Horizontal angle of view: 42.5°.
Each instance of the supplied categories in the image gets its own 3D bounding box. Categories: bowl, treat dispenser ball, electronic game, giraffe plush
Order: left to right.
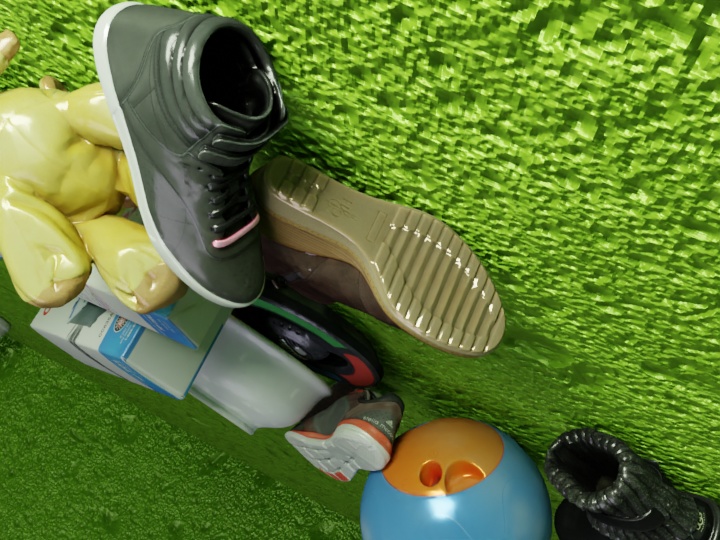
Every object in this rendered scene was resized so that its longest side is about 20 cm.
[{"bbox_3d":[-0.196,-0.069,0.658,0.198,0.175,0.162,20,-176,-9],"label":"giraffe plush"},{"bbox_3d":[-0.134,0.116,1.019,0.200,0.091,0.201,33,168,8],"label":"bowl"},{"bbox_3d":[-0.065,0.066,0.959,0.198,0.042,0.200,26,161,10],"label":"electronic game"},{"bbox_3d":[0.098,0.255,0.962,0.199,0.202,0.201,25,161,9],"label":"treat dispenser ball"}]

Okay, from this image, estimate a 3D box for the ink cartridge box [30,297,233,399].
[{"bbox_3d":[-0.217,0.027,0.911,0.199,0.148,0.086,8,155,46],"label":"ink cartridge box"}]

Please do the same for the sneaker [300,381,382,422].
[{"bbox_3d":[-0.002,0.175,1.144,0.084,0.074,0.200,3,166,-25],"label":"sneaker"}]

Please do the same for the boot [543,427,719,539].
[{"bbox_3d":[0.218,0.211,0.861,0.157,0.080,0.210,29,152,-23],"label":"boot"}]

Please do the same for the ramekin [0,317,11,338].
[{"bbox_3d":[-1.056,0.139,2.499,0.200,0.095,0.203,26,161,10],"label":"ramekin"}]

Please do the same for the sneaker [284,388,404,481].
[{"bbox_3d":[-0.010,0.170,0.993,0.077,0.082,0.199,44,151,-16],"label":"sneaker"}]

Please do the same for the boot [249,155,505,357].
[{"bbox_3d":[0.000,0.000,0.658,0.199,0.073,0.166,36,163,-1],"label":"boot"}]

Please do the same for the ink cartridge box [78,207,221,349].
[{"bbox_3d":[-0.201,-0.028,0.791,0.198,0.117,0.067,20,161,23],"label":"ink cartridge box"}]

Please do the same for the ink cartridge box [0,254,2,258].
[{"bbox_3d":[-0.368,-0.083,0.739,0.198,0.087,0.146,22,160,-31],"label":"ink cartridge box"}]

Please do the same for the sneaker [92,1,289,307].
[{"bbox_3d":[-0.081,-0.057,0.538,0.098,0.071,0.202,10,128,42],"label":"sneaker"}]
